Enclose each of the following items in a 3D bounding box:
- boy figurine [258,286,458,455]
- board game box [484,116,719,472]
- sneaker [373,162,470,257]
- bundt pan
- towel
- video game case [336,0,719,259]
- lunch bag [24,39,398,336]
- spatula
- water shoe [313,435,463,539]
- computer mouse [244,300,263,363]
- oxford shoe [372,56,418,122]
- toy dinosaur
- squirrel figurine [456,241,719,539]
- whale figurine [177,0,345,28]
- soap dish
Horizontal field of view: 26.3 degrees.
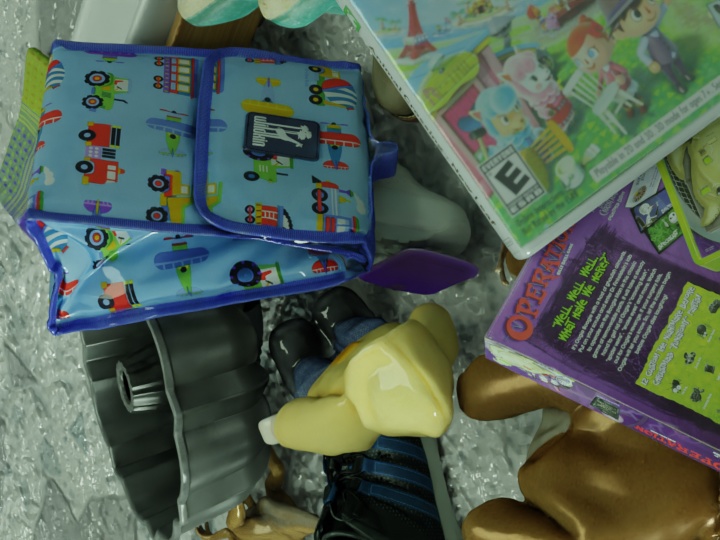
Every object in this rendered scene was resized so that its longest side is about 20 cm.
[{"bbox_3d":[-0.001,0.057,0.839,0.065,0.124,0.200,58,172,-9],"label":"boy figurine"},{"bbox_3d":[0.151,-0.024,0.672,0.119,0.201,0.032,27,161,13],"label":"board game box"},{"bbox_3d":[-0.015,-0.058,0.932,0.199,0.076,0.081,17,83,36],"label":"sneaker"},{"bbox_3d":[-0.113,0.064,0.964,0.202,0.075,0.204,-135,38,-52],"label":"bundt pan"},{"bbox_3d":[-0.218,-0.060,1.175,0.200,0.023,0.144,48,128,30],"label":"towel"},{"bbox_3d":[0.095,-0.135,0.667,0.183,0.199,0.022,55,170,1],"label":"video game case"},{"bbox_3d":[-0.077,-0.052,0.868,0.095,0.198,0.152,89,177,-45],"label":"lunch bag"},{"bbox_3d":[0.000,0.000,0.931,0.199,0.056,0.021,2,80,60],"label":"spatula"},{"bbox_3d":[0.008,0.136,0.929,0.071,0.078,0.202,-40,68,42],"label":"water shoe"},{"bbox_3d":[-0.081,0.000,1.042,0.058,0.034,0.202,19,103,38],"label":"computer mouse"},{"bbox_3d":[0.028,-0.180,0.859,0.070,0.074,0.202,28,116,39],"label":"oxford shoe"},{"bbox_3d":[-0.056,0.165,1.030,0.199,0.060,0.107,-26,96,55],"label":"toy dinosaur"},{"bbox_3d":[0.148,0.043,0.753,0.198,0.141,0.189,0,86,32],"label":"squirrel figurine"},{"bbox_3d":[-0.003,-0.166,0.769,0.199,0.160,0.104,-19,127,42],"label":"whale figurine"},{"bbox_3d":[-0.133,-0.142,0.999,0.201,0.080,0.158,-63,29,31],"label":"soap dish"}]
